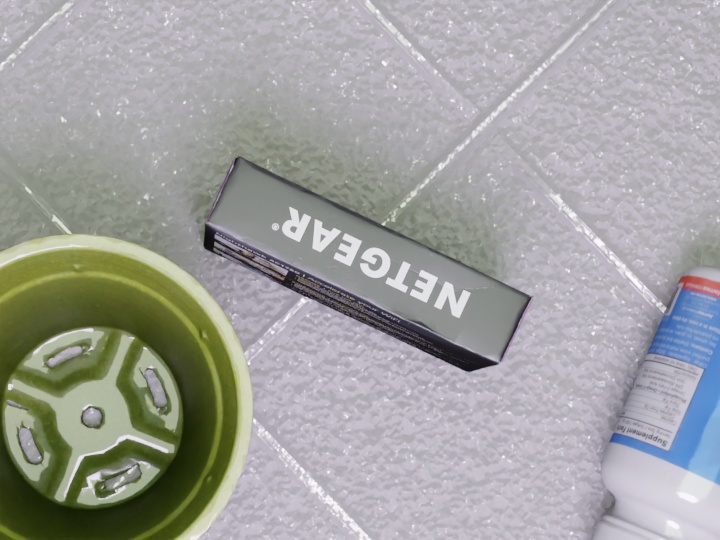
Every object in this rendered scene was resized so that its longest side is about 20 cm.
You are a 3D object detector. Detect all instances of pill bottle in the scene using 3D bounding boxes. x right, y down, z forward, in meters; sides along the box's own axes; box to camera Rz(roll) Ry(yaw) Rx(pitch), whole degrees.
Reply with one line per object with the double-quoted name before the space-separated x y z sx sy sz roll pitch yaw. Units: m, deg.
"pill bottle" 0.222 0.108 1.334 0.112 0.112 0.200 24 84 -2

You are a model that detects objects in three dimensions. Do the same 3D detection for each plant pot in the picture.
"plant pot" -0.169 0.088 1.264 0.199 0.190 0.201 1 85 -5

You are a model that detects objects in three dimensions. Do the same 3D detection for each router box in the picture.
"router box" 0.000 0.000 1.307 0.200 0.149 0.051 25 84 -3
